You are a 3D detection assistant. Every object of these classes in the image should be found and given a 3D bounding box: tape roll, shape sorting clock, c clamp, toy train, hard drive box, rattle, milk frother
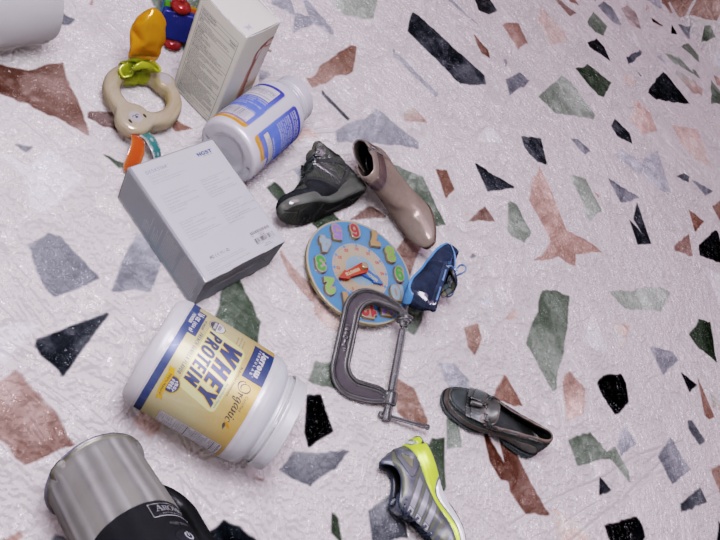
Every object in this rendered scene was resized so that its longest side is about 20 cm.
[{"bbox_3d":[-0.527,-0.418,0.956,0.138,0.203,0.204,-27,78,-39],"label":"tape roll"},{"bbox_3d":[0.000,0.000,1.134,0.197,0.039,0.204,16,55,-24],"label":"shape sorting clock"},{"bbox_3d":[0.035,0.133,1.061,0.167,0.027,0.204,12,72,-15],"label":"c clamp"},{"bbox_3d":[-0.262,-0.444,1.224,0.196,0.085,0.117,6,46,-29],"label":"toy train"},{"bbox_3d":[-0.234,-0.076,1.009,0.155,0.077,0.202,-29,80,-40],"label":"hard drive box"},{"bbox_3d":[-0.319,-0.266,1.038,0.129,0.142,0.203,30,42,-36],"label":"rattle"},{"bbox_3d":[-0.260,0.321,0.721,0.200,0.182,0.187,-42,49,-14],"label":"milk frother"}]

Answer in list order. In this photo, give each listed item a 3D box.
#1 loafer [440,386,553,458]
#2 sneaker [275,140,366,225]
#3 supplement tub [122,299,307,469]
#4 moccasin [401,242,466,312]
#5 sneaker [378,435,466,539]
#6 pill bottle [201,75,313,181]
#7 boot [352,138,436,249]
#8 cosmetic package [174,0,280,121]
[{"bbox_3d":[0.225,0.236,1.112,0.198,0.063,0.073,29,50,-13],"label":"loafer"},{"bbox_3d":[-0.085,-0.148,1.150,0.198,0.076,0.115,-28,77,-43],"label":"sneaker"},{"bbox_3d":[-0.179,0.147,0.862,0.198,0.144,0.146,32,50,-10],"label":"supplement tub"},{"bbox_3d":[0.133,0.021,1.166,0.067,0.082,0.200,25,38,15],"label":"moccasin"},{"bbox_3d":[0.084,0.343,0.964,0.079,0.074,0.203,-11,62,-26],"label":"sneaker"},{"bbox_3d":[-0.162,-0.244,1.135,0.112,0.112,0.201,41,48,-2],"label":"pill bottle"},{"bbox_3d":[0.051,-0.138,1.195,0.146,0.070,0.202,34,22,-51],"label":"boot"},{"bbox_3d":[-0.220,-0.349,1.104,0.104,0.200,0.087,46,50,2],"label":"cosmetic package"}]
